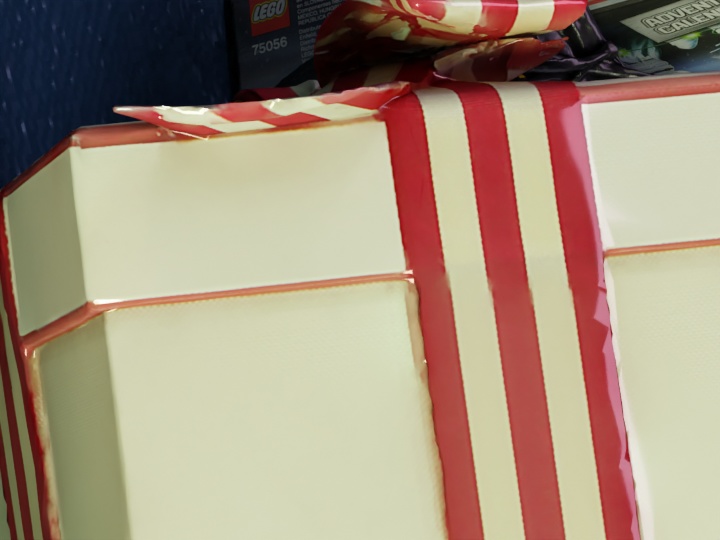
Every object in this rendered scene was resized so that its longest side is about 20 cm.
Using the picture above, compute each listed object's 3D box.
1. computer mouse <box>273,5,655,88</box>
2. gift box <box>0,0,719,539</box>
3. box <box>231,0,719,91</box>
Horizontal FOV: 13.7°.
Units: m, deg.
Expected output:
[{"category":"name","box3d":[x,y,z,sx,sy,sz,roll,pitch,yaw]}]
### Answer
[{"category":"computer mouse","box3d":[0.000,0.000,0.770,0.200,0.053,0.139,-41,103,-24]},{"category":"gift box","box3d":[-0.004,0.043,0.628,0.199,0.184,0.188,-4,83,-23]},{"category":"box","box3d":[0.082,-0.070,0.868,0.137,0.199,0.040,23,58,-58]}]
